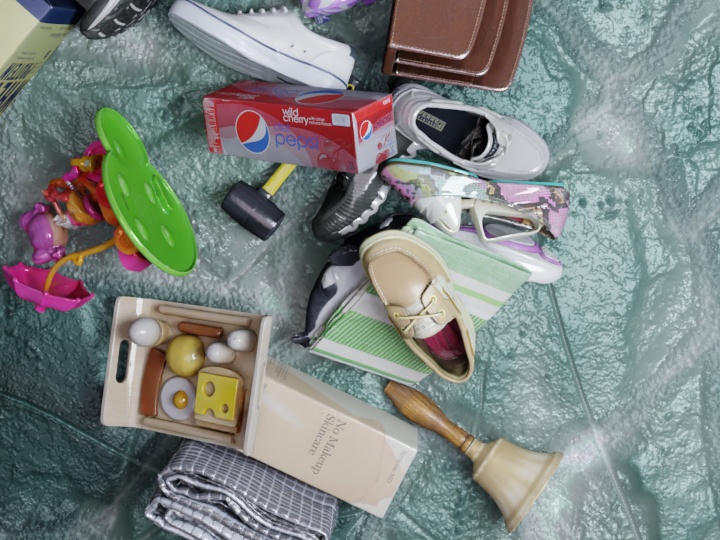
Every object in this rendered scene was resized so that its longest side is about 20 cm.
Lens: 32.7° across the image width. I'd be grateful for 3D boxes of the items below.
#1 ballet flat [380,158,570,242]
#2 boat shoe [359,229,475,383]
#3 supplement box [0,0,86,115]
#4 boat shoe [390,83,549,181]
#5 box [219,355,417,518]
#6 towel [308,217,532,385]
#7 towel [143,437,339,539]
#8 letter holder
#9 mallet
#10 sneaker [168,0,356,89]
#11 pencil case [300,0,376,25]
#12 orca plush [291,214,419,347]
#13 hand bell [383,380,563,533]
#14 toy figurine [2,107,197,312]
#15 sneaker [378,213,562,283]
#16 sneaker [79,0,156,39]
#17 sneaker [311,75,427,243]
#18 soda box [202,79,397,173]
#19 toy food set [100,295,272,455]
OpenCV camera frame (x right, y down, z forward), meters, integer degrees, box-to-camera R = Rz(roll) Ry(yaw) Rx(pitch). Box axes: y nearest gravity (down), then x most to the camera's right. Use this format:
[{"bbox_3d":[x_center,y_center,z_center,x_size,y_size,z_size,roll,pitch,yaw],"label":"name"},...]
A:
[{"bbox_3d":[0.117,-0.065,1.240,0.200,0.069,0.071,8,78,-12],"label":"ballet flat"},{"bbox_3d":[0.065,0.038,1.205,0.074,0.066,0.200,-27,132,16],"label":"boat shoe"},{"bbox_3d":[-0.429,-0.255,1.241,0.200,0.134,0.200,42,99,-5],"label":"supplement box"},{"bbox_3d":[0.119,-0.133,1.239,0.200,0.066,0.072,23,102,-31],"label":"boat shoe"},{"bbox_3d":[-0.044,0.178,1.333,0.200,0.078,0.095,25,100,-2],"label":"box"},{"bbox_3d":[0.057,0.039,1.268,0.152,0.023,0.200,22,127,-27],"label":"towel"},{"bbox_3d":[-0.116,0.246,1.306,0.200,0.166,0.086,23,95,-2],"label":"towel"},{"bbox_3d":[0.107,-0.290,1.204,0.142,0.101,0.200,10,84,-1],"label":"letter holder"},{"bbox_3d":[-0.059,-0.117,1.303,0.200,0.041,0.066,-44,95,5],"label":"mallet"},{"bbox_3d":[-0.099,-0.241,1.272,0.200,0.073,0.071,25,77,-3],"label":"sneaker"},{"bbox_3d":[-0.041,-0.355,1.236,0.085,0.084,0.200,-23,103,-29],"label":"pencil case"},{"bbox_3d":[0.000,0.000,1.288,0.105,0.071,0.200,12,132,-20],"label":"orca plush"},{"bbox_3d":[0.109,0.185,1.336,0.200,0.104,0.104,34,100,8],"label":"hand bell"},{"bbox_3d":[-0.299,-0.042,1.291,0.184,0.150,0.200,-29,76,16],"label":"toy figurine"},{"bbox_3d":[0.113,-0.002,1.304,0.200,0.075,0.100,10,107,9],"label":"sneaker"},{"bbox_3d":[-0.233,-0.327,1.258,0.079,0.074,0.200,33,94,6],"label":"sneaker"},{"bbox_3d":[0.004,-0.122,1.271,0.090,0.066,0.200,38,97,-31],"label":"sneaker"},{"bbox_3d":[-0.063,-0.146,1.224,0.200,0.070,0.064,12,119,35],"label":"soda box"},{"bbox_3d":[-0.185,0.108,1.289,0.200,0.060,0.144,7,89,32],"label":"toy food set"}]
